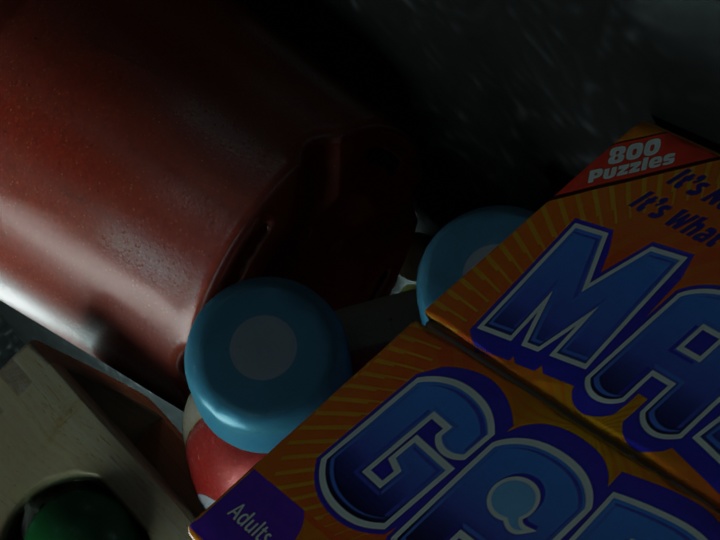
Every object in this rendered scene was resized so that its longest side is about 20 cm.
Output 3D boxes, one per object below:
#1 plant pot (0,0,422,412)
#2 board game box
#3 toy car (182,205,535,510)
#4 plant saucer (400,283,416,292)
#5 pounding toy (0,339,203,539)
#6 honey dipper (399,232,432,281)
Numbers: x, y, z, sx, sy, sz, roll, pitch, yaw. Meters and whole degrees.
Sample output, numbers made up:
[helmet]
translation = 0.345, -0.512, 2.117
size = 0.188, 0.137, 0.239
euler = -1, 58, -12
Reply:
[plant pot]
translation = -0.091, -0.043, 1.018
size = 0.195, 0.201, 0.201
euler = 34, 162, 26
[board game box]
translation = 0.111, 0.115, 0.712
size = 0.200, 0.200, 0.200
euler = 31, 159, 54
[toy car]
translation = 0.034, 0.111, 0.903
size = 0.185, 0.175, 0.201
euler = 78, 175, -67
[plant saucer]
translation = 0.080, 0.089, 1.120
size = 0.200, 0.031, 0.200
euler = 43, 167, 13
[pounding toy]
translation = -0.126, 0.131, 0.975
size = 0.184, 0.142, 0.200
euler = 46, -179, 18
[honey dipper]
translation = 0.000, 0.000, 1.157
size = 0.038, 0.038, 0.200
euler = 51, 165, -10
